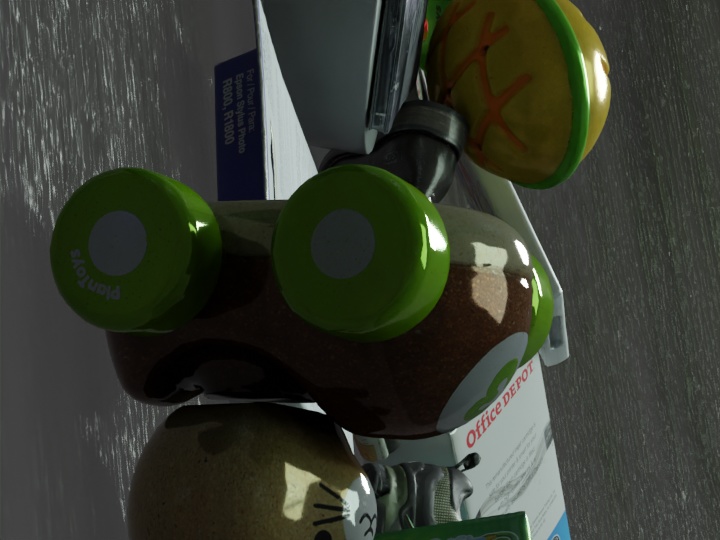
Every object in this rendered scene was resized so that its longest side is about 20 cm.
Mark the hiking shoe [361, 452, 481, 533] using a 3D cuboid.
[{"bbox_3d":[0.055,0.213,1.291,0.076,0.100,0.202,153,-71,-72],"label":"hiking shoe"}]

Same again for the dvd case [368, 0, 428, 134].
[{"bbox_3d":[0.031,-0.173,1.256,0.200,0.016,0.150,-69,167,-75],"label":"dvd case"}]

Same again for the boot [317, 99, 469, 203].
[{"bbox_3d":[0.000,0.000,1.315,0.200,0.069,0.175,132,-25,-61],"label":"boot"}]

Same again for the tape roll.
[{"bbox_3d":[-0.011,-0.172,1.239,0.200,0.066,0.202,10,90,-86],"label":"tape roll"}]

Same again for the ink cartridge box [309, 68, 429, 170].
[{"bbox_3d":[0.000,-0.156,1.503,0.200,0.082,0.148,-78,158,-76],"label":"ink cartridge box"}]

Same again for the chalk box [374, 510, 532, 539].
[{"bbox_3d":[0.046,0.220,1.154,0.201,0.123,0.126,-91,170,-54],"label":"chalk box"}]

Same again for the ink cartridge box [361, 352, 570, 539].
[{"bbox_3d":[0.078,0.160,1.520,0.145,0.083,0.201,-44,130,-49],"label":"ink cartridge box"}]

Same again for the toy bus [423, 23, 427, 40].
[{"bbox_3d":[0.058,-0.301,2.131,0.201,0.134,0.193,76,20,-55],"label":"toy bus"}]

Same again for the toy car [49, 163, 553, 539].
[{"bbox_3d":[-0.020,0.076,0.735,0.164,0.156,0.202,22,70,-69],"label":"toy car"}]

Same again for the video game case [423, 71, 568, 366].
[{"bbox_3d":[0.098,-0.042,1.515,0.182,0.023,0.201,67,-1,-72],"label":"video game case"}]

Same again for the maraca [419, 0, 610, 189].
[{"bbox_3d":[0.089,-0.129,1.352,0.200,0.106,0.138,39,-48,52],"label":"maraca"}]

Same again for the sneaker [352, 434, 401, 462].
[{"bbox_3d":[0.027,0.042,1.434,0.201,0.087,0.076,-91,171,-46],"label":"sneaker"}]

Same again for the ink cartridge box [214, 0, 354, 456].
[{"bbox_3d":[-0.044,-0.004,1.049,0.201,0.040,0.201,73,10,-52],"label":"ink cartridge box"}]
